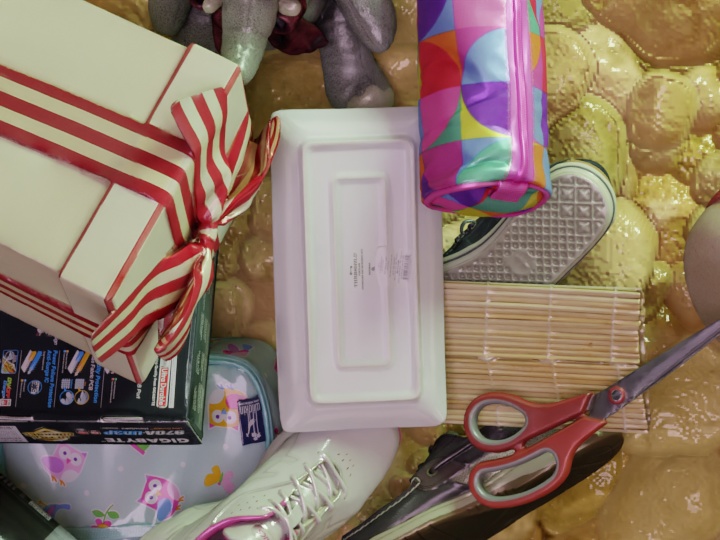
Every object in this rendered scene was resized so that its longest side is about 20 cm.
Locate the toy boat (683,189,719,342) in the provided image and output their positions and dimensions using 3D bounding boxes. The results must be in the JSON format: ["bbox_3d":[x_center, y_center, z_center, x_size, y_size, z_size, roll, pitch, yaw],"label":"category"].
[{"bbox_3d":[0.300,0.012,1.466,0.200,0.131,0.131,41,74,0],"label":"toy boat"}]

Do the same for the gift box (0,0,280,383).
[{"bbox_3d":[-0.164,-0.049,1.408,0.186,0.200,0.185,25,78,9],"label":"gift box"}]

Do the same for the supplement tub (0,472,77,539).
[{"bbox_3d":[-0.282,0.162,1.504,0.200,0.123,0.123,41,104,1],"label":"supplement tub"}]

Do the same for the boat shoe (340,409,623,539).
[{"bbox_3d":[0.072,0.134,1.542,0.200,0.072,0.066,-29,61,8],"label":"boat shoe"}]

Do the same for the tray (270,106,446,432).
[{"bbox_3d":[0.000,0.000,1.472,0.107,0.022,0.201,-2,95,-6],"label":"tray"}]

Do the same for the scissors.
[{"bbox_3d":[0.152,0.089,1.464,0.199,0.014,0.074,-20,78,21],"label":"scissors"}]

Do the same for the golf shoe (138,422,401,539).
[{"bbox_3d":[-0.050,0.155,1.481,0.200,0.091,0.075,-37,103,-12],"label":"golf shoe"}]

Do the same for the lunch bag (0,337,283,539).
[{"bbox_3d":[-0.137,0.129,1.569,0.199,0.077,0.161,-3,99,11],"label":"lunch bag"}]

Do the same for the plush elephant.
[{"bbox_3d":[-0.060,-0.175,1.458,0.164,0.155,0.201,8,102,8],"label":"plush elephant"}]

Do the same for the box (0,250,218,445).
[{"bbox_3d":[-0.173,0.009,1.522,0.158,0.046,0.201,-1,69,10],"label":"box"}]

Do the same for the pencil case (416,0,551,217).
[{"bbox_3d":[0.074,-0.134,1.449,0.088,0.088,0.201,-3,80,10],"label":"pencil case"}]

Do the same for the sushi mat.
[{"bbox_3d":[0.083,0.053,1.497,0.199,0.012,0.096,2,110,18],"label":"sushi mat"}]

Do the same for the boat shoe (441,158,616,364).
[{"bbox_3d":[0.089,-0.001,1.517,0.075,0.062,0.200,44,116,-3],"label":"boat shoe"}]
